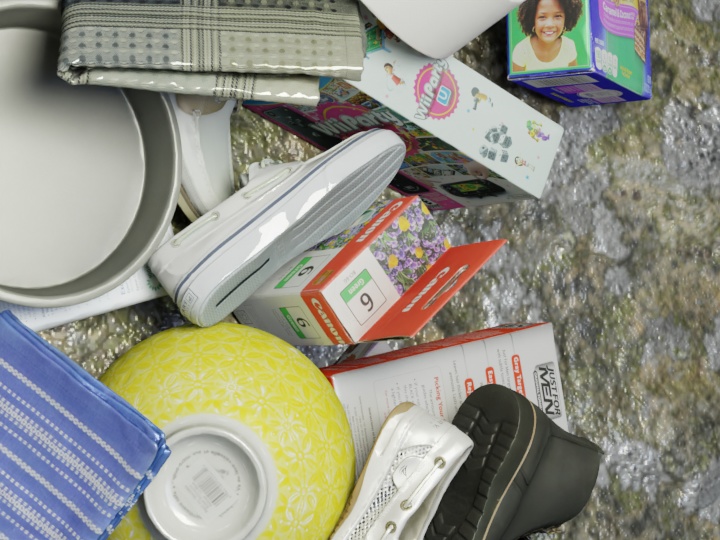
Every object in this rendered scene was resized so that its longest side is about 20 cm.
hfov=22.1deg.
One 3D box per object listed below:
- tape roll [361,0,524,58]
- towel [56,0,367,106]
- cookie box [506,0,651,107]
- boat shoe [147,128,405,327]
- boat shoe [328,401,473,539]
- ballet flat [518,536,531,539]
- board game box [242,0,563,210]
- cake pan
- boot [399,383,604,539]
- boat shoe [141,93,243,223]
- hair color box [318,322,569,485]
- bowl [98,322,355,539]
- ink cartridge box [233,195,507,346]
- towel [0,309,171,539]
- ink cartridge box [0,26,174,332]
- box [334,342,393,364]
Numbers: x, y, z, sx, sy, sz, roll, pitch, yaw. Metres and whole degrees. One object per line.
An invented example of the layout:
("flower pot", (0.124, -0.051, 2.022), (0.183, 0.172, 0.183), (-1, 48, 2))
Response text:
("tape roll", (0.028, -0.246, 1.255), (0.202, 0.071, 0.203), (44, 26, -28))
("towel", (-0.096, -0.181, 1.217), (0.198, 0.035, 0.194), (1, 44, -6))
("cookie box", (0.170, -0.240, 1.441), (0.171, 0.074, 0.202), (5, 82, -66))
("boat shoe", (-0.058, -0.047, 1.262), (0.199, 0.074, 0.067), (-38, 68, -24))
("boat shoe", (0.017, 0.192, 1.237), (0.202, 0.069, 0.071), (-67, 162, 2))
("ballet flat", (0.097, 0.151, 1.425), (0.067, 0.046, 0.202), (-17, 96, -33))
("board game box", (0.025, -0.116, 1.341), (0.199, 0.147, 0.065), (29, 73, -27))
("cake pan", (-0.212, -0.075, 1.201), (0.198, 0.037, 0.203), (4, 83, -31))
("boot", (0.095, 0.191, 1.313), (0.138, 0.077, 0.201), (27, 98, -48))
("boat shoe", (-0.113, -0.132, 1.286), (0.075, 0.068, 0.202), (-32, 109, -74))
("hair color box", (0.054, 0.105, 1.346), (0.198, 0.061, 0.103), (-11, 93, -32))
("bowl", (-0.100, 0.137, 1.214), (0.198, 0.108, 0.203), (0, 92, -2))
("ink cartridge box", (0.000, 0.000, 1.283), (0.109, 0.199, 0.051), (-44, 110, -27))
("towel", (-0.229, 0.144, 1.155), (0.144, 0.024, 0.201), (37, 91, 7))
("ink cartridge box", (-0.231, -0.058, 1.235), (0.198, 0.040, 0.202), (-15, 93, -32))
("box", (-0.041, 0.130, 1.342), (0.200, 0.039, 0.042), (-47, 110, -27))
